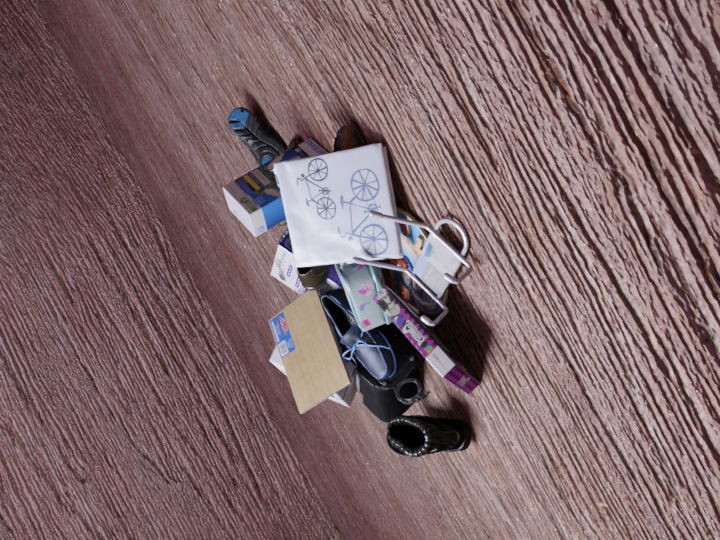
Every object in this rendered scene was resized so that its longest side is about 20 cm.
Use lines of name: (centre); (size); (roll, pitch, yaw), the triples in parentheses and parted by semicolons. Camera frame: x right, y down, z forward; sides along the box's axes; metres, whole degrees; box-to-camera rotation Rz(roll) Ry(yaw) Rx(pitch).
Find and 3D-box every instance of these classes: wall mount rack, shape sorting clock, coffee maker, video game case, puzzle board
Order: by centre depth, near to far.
wall mount rack: (0.082, -0.013, 1.210); (0.173, 0.074, 0.201); (42, 143, 16)
video game case: (0.115, 0.121, 1.314); (0.181, 0.036, 0.200); (48, -177, 25)
shape sorting clock: (0.081, -0.016, 1.323); (0.200, 0.039, 0.201); (48, 157, 28)
puzzle board: (-0.098, 0.153, 1.497); (0.150, 0.017, 0.203); (-36, 66, 35)
coffee maker: (0.054, 0.222, 1.543); (0.201, 0.133, 0.194); (75, 175, -59)

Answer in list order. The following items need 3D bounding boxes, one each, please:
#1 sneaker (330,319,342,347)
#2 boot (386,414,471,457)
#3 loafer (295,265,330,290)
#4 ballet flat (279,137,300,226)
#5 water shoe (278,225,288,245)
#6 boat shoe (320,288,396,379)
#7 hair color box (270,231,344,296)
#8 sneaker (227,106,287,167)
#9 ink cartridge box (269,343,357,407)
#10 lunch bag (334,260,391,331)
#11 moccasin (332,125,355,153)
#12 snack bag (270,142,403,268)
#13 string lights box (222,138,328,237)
sneaker: (-0.058, 0.071, 1.670); (0.078, 0.088, 0.202); (31, -149, -57)
boot: (0.095, 0.322, 1.508); (0.209, 0.156, 0.081); (-17, 74, 41)
loafer: (-0.082, -0.067, 1.468); (0.071, 0.072, 0.204); (44, -132, -69)
ballet flat: (-0.140, -0.175, 1.569); (0.068, 0.046, 0.202); (-98, 20, -54)
water shoe: (-0.101, -0.101, 1.600); (0.072, 0.079, 0.200); (53, 134, 5)
boat shoe: (-0.014, 0.124, 1.438); (0.200, 0.068, 0.085); (49, 118, 26)
hair color box: (-0.079, 0.015, 1.555); (0.198, 0.065, 0.110); (33, 144, 5)
sneaker: (-0.197, -0.258, 1.637); (0.201, 0.073, 0.082); (55, -173, 4)
ink cartridge box: (-0.088, 0.206, 1.632); (0.143, 0.085, 0.200); (20, 164, 18)
lunch bag: (0.000, 0.000, 1.407); (0.202, 0.076, 0.162); (-106, -3, -46)
moccasin: (-0.001, -0.141, 1.299); (0.074, 0.076, 0.205); (-152, 50, -81)
snack bag: (-0.037, -0.099, 1.271); (0.021, 0.197, 0.192); (-46, -53, -67)
string lights box: (-0.140, -0.155, 1.423); (0.103, 0.199, 0.059); (42, 155, 36)
